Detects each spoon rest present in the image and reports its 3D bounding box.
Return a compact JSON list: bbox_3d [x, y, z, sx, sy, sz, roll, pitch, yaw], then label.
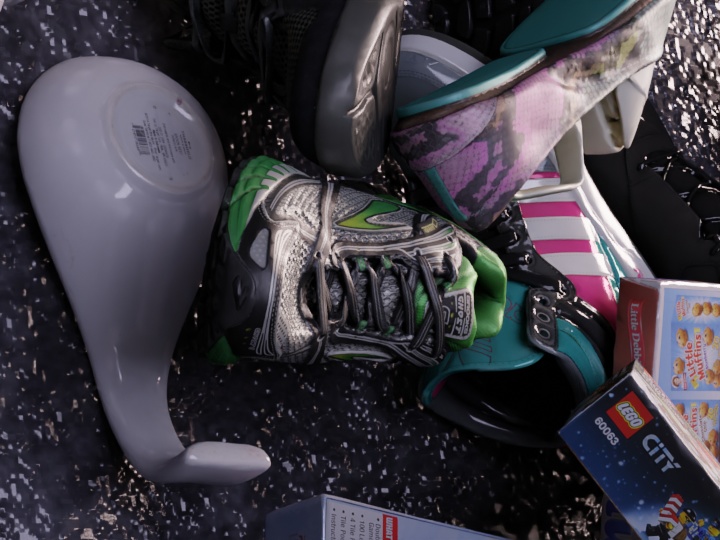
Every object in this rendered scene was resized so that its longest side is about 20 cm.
[{"bbox_3d":[-0.087,0.000,1.063,0.099,0.061,0.201,8,55,-36],"label":"spoon rest"}]

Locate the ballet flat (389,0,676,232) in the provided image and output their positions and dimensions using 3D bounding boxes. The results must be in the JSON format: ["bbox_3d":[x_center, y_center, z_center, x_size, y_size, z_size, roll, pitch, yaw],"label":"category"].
[{"bbox_3d":[0.083,-0.072,1.114,0.200,0.069,0.072,-39,111,-47],"label":"ballet flat"}]

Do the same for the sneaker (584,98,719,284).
[{"bbox_3d":[0.155,-0.013,1.223,0.076,0.091,0.201,-25,88,-39],"label":"sneaker"}]

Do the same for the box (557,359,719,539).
[{"bbox_3d":[0.156,0.127,1.045,0.200,0.038,0.137,52,6,4],"label":"box"}]

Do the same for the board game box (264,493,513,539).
[{"bbox_3d":[0.049,0.204,1.013,0.199,0.041,0.201,17,65,-35],"label":"board game box"}]

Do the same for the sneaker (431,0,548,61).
[{"bbox_3d":[0.080,-0.164,1.235,0.087,0.076,0.202,1,73,-43],"label":"sneaker"}]

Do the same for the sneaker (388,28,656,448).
[{"bbox_3d":[0.052,0.001,1.148,0.200,0.083,0.121,51,41,-13],"label":"sneaker"}]

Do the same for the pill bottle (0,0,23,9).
[{"bbox_3d":[-0.201,-0.120,0.974,0.199,0.112,0.113,-22,88,-40],"label":"pill bottle"}]

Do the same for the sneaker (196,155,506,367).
[{"bbox_3d":[0.000,0.000,1.019,0.200,0.085,0.079,-11,114,-65],"label":"sneaker"}]

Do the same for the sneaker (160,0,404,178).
[{"bbox_3d":[-0.037,-0.098,1.080,0.113,0.077,0.200,3,31,0],"label":"sneaker"}]

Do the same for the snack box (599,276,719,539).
[{"bbox_3d":[0.133,0.105,1.153,0.072,0.024,0.202,4,91,-52],"label":"snack box"}]
